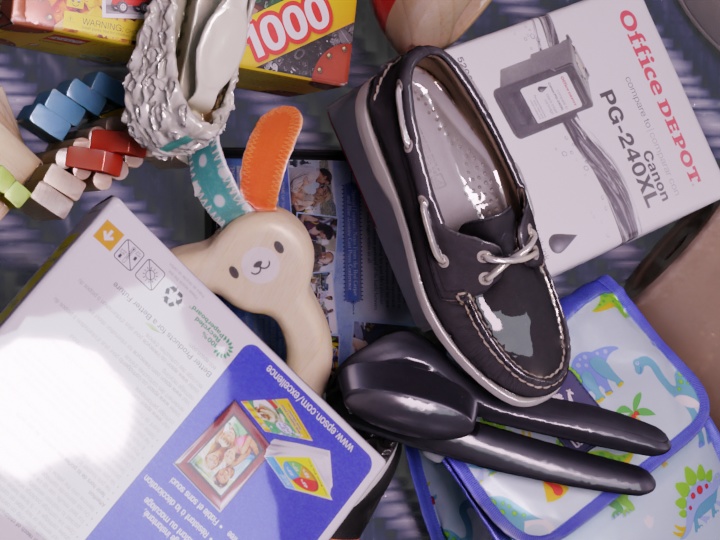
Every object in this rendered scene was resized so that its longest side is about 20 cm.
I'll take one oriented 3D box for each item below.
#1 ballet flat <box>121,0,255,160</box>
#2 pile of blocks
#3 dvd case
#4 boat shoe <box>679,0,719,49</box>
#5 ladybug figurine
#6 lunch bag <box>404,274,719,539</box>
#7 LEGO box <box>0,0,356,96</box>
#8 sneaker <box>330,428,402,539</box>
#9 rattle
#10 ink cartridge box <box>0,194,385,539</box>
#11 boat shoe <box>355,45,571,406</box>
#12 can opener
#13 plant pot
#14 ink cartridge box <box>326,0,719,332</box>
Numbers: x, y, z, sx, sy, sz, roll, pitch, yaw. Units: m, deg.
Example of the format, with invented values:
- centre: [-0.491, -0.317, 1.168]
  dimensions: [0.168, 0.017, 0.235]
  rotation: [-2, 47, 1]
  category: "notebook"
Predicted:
- centre: [-0.071, -0.155, 1.015]
  dimensions: [0.071, 0.072, 0.202]
  rotation: [14, 83, -27]
  category: "ballet flat"
- centre: [-0.165, -0.067, 1.053]
  dimensions: [0.199, 0.062, 0.083]
  rotation: [-28, 103, -26]
  category: "pile of blocks"
- centre: [0.000, 0.000, 1.166]
  dimensions: [0.198, 0.018, 0.144]
  rotation: [-1, 89, -27]
  category: "dvd case"
- centre: [0.221, -0.221, 1.250]
  dimensions: [0.060, 0.074, 0.201]
  rotation: [-40, 100, -21]
  category: "boat shoe"
- centre: [0.051, -0.189, 1.105]
  dimensions: [0.072, 0.200, 0.136]
  rotation: [39, 82, 2]
  category: "ladybug figurine"
- centre: [0.128, 0.128, 1.173]
  dimensions: [0.169, 0.127, 0.201]
  rotation: [-31, 103, -27]
  category: "lunch bag"
- centre: [-0.102, -0.187, 1.078]
  dimensions: [0.198, 0.077, 0.151]
  rotation: [7, 87, -28]
  category: "LEGO box"
- centre: [-0.042, 0.166, 1.126]
  dimensions: [0.200, 0.069, 0.091]
  rotation: [-50, 148, -33]
  category: "sneaker"
- centre: [-0.073, 0.026, 1.031]
  dimensions: [0.129, 0.143, 0.202]
  rotation: [23, 113, 8]
  category: "rattle"
- centre: [-0.117, 0.104, 0.956]
  dimensions: [0.198, 0.047, 0.200]
  rotation: [45, 69, -14]
  category: "ink cartridge box"
- centre: [0.063, -0.025, 1.044]
  dimensions: [0.073, 0.060, 0.202]
  rotation: [-19, 83, -28]
  category: "boat shoe"
- centre: [0.075, 0.088, 1.082]
  dimensions: [0.198, 0.079, 0.064]
  rotation: [17, 123, -14]
  category: "can opener"
- centre: [0.260, 0.040, 1.225]
  dimensions: [0.174, 0.200, 0.200]
  rotation: [42, 71, -2]
  category: "plant pot"
- centre: [0.102, -0.071, 1.161]
  dimensions: [0.199, 0.083, 0.146]
  rotation: [-23, 88, -29]
  category: "ink cartridge box"
